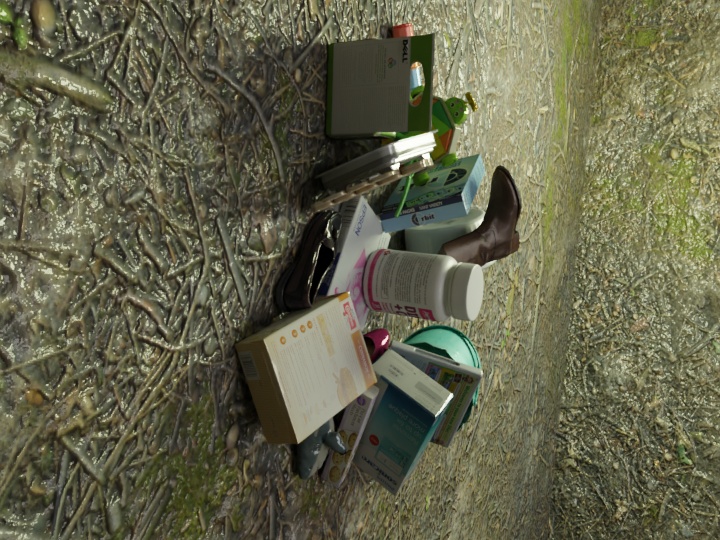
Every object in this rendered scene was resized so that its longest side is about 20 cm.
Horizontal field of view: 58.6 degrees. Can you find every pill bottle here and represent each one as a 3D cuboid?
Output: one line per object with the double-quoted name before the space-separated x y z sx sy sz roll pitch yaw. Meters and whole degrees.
"pill bottle" 0.112 0.027 1.140 0.113 0.195 0.117 -20 113 -58

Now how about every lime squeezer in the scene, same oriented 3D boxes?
"lime squeezer" 0.076 -0.202 1.170 0.038 0.068 0.206 84 -4 -75

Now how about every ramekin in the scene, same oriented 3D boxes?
"ramekin" 0.184 -0.060 1.340 0.199 0.195 0.101 -33 115 -53

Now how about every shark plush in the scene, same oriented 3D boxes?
"shark plush" -0.085 0.242 1.043 0.082 0.091 0.205 -23 124 -23

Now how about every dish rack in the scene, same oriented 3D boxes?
"dish rack" 0.034 -0.178 1.073 0.199 0.168 0.045 -28 100 -54

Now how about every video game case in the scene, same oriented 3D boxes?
"video game case" 0.115 0.237 1.215 0.022 0.177 0.204 -71 179 -56

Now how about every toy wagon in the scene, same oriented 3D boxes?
"toy wagon" 0.126 -0.263 1.193 0.039 0.198 0.159 -8 70 -54

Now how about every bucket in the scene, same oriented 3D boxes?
"bucket" 0.153 0.221 1.328 0.134 0.201 0.214 -33 123 -62

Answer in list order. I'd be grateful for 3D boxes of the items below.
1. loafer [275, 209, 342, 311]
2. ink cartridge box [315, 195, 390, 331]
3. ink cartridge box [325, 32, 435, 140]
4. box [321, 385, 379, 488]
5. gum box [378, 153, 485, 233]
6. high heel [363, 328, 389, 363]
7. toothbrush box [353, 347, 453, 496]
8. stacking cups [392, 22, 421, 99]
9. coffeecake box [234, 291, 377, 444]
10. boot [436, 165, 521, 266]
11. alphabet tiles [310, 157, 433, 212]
"loafer" -0.066 -0.015 1.032 0.203 0.061 0.073 -63 142 -33
"ink cartridge box" 0.000 0.000 1.174 0.200 0.042 0.202 46 55 -51
"ink cartridge box" 0.043 -0.292 1.044 0.075 0.195 0.153 -8 102 -58
"box" -0.019 0.283 1.109 0.039 0.041 0.205 -37 150 -62
"gum box" 0.142 -0.151 1.236 0.046 0.165 0.201 67 29 -22
"high heel" -0.016 0.138 1.130 0.198 0.067 0.098 -33 135 -33
"toothbrush box" 0.056 0.269 1.142 0.085 0.145 0.204 -30 149 -53
"stacking cups" 0.092 -0.378 1.269 0.060 0.059 0.206 -40 123 -50
"coffeecake box" -0.076 0.142 0.975 0.198 0.072 0.158 -27 101 -49
"boot" 0.210 -0.075 1.199 0.196 0.064 0.191 -24 116 -22
"alphabet tiles" 0.020 -0.136 1.023 0.015 0.195 0.195 68 18 -5
